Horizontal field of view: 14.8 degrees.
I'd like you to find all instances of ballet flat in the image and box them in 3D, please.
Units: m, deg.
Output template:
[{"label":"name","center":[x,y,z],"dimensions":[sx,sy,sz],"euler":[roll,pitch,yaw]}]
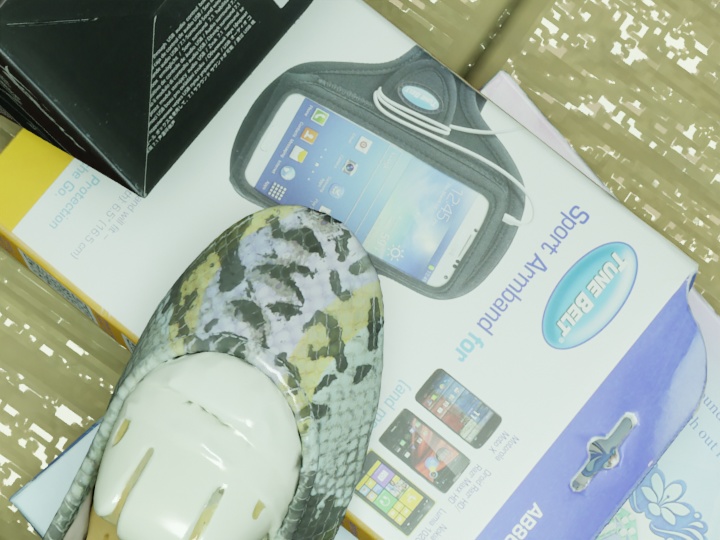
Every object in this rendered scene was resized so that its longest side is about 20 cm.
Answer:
[{"label":"ballet flat","center":[-0.052,0.079,0.729],"dimensions":[0.072,0.072,0.201],"euler":[26,103,-3]}]

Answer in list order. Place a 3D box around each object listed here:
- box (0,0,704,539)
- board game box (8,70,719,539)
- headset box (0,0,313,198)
[{"label":"box","center":[0.000,0.000,0.798],"dimensions":[0.200,0.041,0.119],"euler":[40,80,7]},{"label":"board game box","center":[0.033,0.079,0.843],"dimensions":[0.199,0.043,0.200],"euler":[-41,89,-8]},{"label":"headset box","center":[-0.084,-0.124,0.788],"dimensions":[0.149,0.200,0.077],"euler":[-49,129,-9]}]
